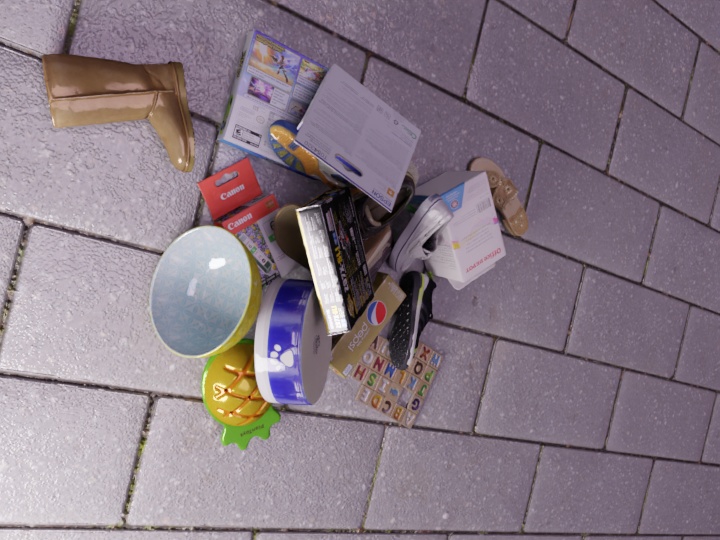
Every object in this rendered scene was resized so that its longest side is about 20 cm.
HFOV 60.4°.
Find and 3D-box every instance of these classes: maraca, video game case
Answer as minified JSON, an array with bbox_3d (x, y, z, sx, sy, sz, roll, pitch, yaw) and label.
[{"bbox_3d":[-0.200,0.212,1.056,0.133,0.107,0.207,-17,114,-20],"label":"maraca"},{"bbox_3d":[-0.128,-0.277,1.065,0.195,0.045,0.187,18,89,-32],"label":"video game case"}]

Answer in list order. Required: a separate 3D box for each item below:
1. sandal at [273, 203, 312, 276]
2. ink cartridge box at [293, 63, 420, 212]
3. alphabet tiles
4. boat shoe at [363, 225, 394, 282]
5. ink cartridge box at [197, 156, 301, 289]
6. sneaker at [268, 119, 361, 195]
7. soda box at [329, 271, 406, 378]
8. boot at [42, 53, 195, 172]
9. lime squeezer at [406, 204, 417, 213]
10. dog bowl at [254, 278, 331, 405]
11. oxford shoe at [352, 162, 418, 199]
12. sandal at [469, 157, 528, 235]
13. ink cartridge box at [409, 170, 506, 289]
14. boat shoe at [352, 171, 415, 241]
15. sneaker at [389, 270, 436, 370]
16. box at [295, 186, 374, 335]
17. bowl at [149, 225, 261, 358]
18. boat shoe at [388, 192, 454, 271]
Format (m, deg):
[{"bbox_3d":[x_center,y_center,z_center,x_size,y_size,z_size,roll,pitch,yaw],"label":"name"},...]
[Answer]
[{"bbox_3d":[-0.096,-0.057,1.069,0.076,0.071,0.213,-31,137,5],"label":"sandal"},{"bbox_3d":[-0.005,-0.215,1.027,0.194,0.043,0.204,34,55,-16],"label":"ink cartridge box"},{"bbox_3d":[0.072,0.212,1.276,0.198,0.007,0.171,33,80,-31],"label":"alphabet tiles"},{"bbox_3d":[0.000,0.000,1.166,0.202,0.071,0.065,-53,130,-17],"label":"boat shoe"},{"bbox_3d":[-0.186,-0.076,1.055,0.107,0.050,0.205,-31,113,-24],"label":"ink cartridge box"},{"bbox_3d":[-0.069,-0.209,1.056,0.197,0.074,0.091,30,65,-32],"label":"sneaker"},{"bbox_3d":[-0.002,0.099,1.180,0.064,0.067,0.202,46,74,-26],"label":"soda box"},{"bbox_3d":[-0.357,-0.229,0.927,0.195,0.066,0.182,-10,90,-30],"label":"boot"},{"bbox_3d":[0.068,-0.166,1.133,0.069,0.038,0.205,-31,114,-17],"label":"lime squeezer"},{"bbox_3d":[-0.107,0.118,1.031,0.076,0.200,0.208,3,97,11],"label":"dog bowl"},{"bbox_3d":[0.027,-0.134,1.173,0.199,0.057,0.076,-42,119,-13],"label":"oxford shoe"},{"bbox_3d":[0.318,-0.159,1.327,0.078,0.069,0.213,-49,118,-16],"label":"sandal"},{"bbox_3d":[0.192,-0.080,1.239,0.126,0.124,0.206,-27,110,-24],"label":"ink cartridge box"},{"bbox_3d":[0.015,-0.100,1.093,0.199,0.065,0.073,-42,105,12],"label":"boat shoe"},{"bbox_3d":[0.116,0.101,1.245,0.081,0.071,0.207,13,86,-33],"label":"sneaker"},{"bbox_3d":[-0.036,-0.022,1.015,0.160,0.048,0.207,-46,125,-66],"label":"box"},{"bbox_3d":[-0.228,0.041,0.992,0.107,0.195,0.206,27,83,-63],"label":"bowl"},{"bbox_3d":[0.113,-0.053,1.163,0.073,0.202,0.066,-32,70,-35],"label":"boat shoe"}]
